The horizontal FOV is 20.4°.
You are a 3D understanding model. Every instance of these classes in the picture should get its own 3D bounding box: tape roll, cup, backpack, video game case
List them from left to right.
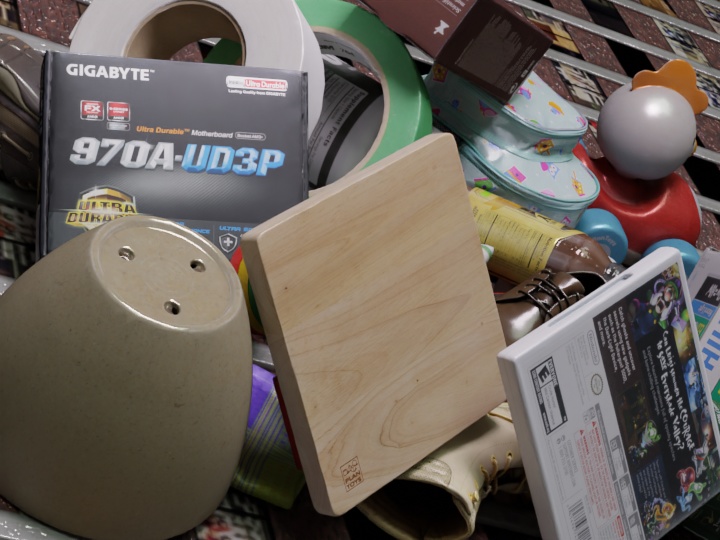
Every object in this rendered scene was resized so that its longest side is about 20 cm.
[{"bbox_3d":[-0.148,0.051,1.275,0.199,0.144,0.201,18,38,-15],"label":"cup"},{"bbox_3d":[-0.132,-0.155,1.597,0.202,0.203,0.071,42,-3,22],"label":"tape roll"},{"bbox_3d":[-0.043,-0.121,1.627,0.200,0.200,0.048,43,-3,23],"label":"tape roll"},{"bbox_3d":[0.122,-0.103,1.823,0.200,0.153,0.175,50,27,19],"label":"backpack"},{"bbox_3d":[0.186,0.110,1.446,0.181,0.201,0.023,-30,25,-33],"label":"video game case"}]

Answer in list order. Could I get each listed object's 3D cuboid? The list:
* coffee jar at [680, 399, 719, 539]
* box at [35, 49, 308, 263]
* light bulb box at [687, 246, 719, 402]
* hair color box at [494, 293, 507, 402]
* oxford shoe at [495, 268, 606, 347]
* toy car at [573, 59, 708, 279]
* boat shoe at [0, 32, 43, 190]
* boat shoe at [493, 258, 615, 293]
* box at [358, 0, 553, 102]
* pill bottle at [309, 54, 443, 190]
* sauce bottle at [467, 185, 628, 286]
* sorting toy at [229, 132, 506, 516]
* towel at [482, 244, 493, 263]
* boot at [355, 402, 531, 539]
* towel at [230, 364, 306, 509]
[{"bbox_3d":[0.229,0.133,1.566,0.199,0.105,0.085,26,21,-20],"label":"coffee jar"},{"bbox_3d":[-0.138,-0.073,1.471,0.198,0.046,0.160,4,76,-16],"label":"box"},{"bbox_3d":[0.367,0.082,1.711,0.199,0.125,0.198,30,2,-2],"label":"light bulb box"},{"bbox_3d":[0.119,0.072,1.620,0.199,0.061,0.102,-1,42,-44],"label":"hair color box"},{"bbox_3d":[0.126,0.034,1.537,0.073,0.085,0.200,44,32,18],"label":"oxford shoe"},{"bbox_3d":[0.279,-0.108,1.925,0.176,0.201,0.185,19,30,-21],"label":"toy car"},{"bbox_3d":[-0.238,-0.098,1.541,0.200,0.073,0.074,46,26,19],"label":"boat shoe"},{"bbox_3d":[0.191,0.018,1.760,0.067,0.074,0.199,35,25,28],"label":"boat shoe"},{"bbox_3d":[0.078,-0.211,1.661,0.100,0.075,0.200,41,11,19],"label":"box"},{"bbox_3d":[-0.029,-0.123,1.719,0.199,0.114,0.114,31,27,15],"label":"pill bottle"},{"bbox_3d":[0.155,-0.010,1.659,0.199,0.065,0.065,25,25,16],"label":"sauce bottle"},{"bbox_3d":[0.000,0.032,1.372,0.069,0.200,0.199,2,23,45],"label":"sorting toy"},{"bbox_3d":[0.000,0.000,1.591,0.152,0.024,0.200,9,17,30],"label":"towel"},{"bbox_3d":[0.092,0.151,1.443,0.199,0.073,0.156,22,27,-3],"label":"boot"},{"bbox_3d":[-0.117,0.086,1.407,0.199,0.023,0.144,31,27,1],"label":"towel"}]
